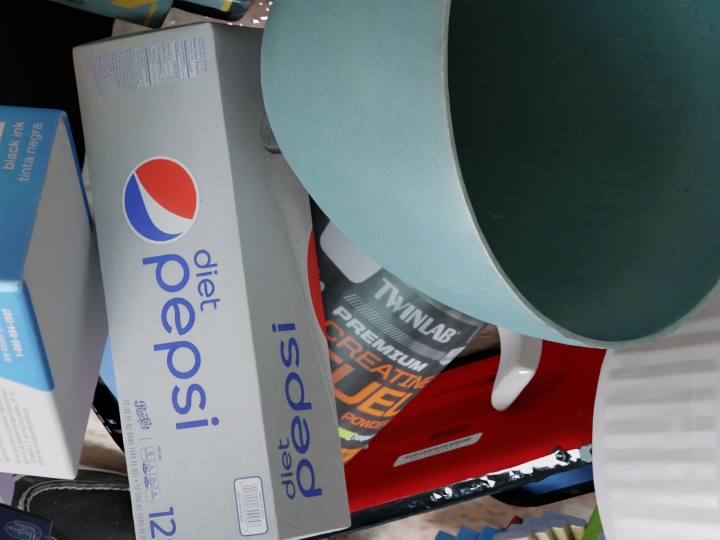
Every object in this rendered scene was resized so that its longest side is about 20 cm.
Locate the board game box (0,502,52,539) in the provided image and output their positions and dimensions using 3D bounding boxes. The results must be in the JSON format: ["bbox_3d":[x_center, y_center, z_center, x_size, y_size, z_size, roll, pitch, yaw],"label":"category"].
[{"bbox_3d":[-0.267,0.147,1.338,0.200,0.062,0.200,20,143,-15],"label":"board game box"}]

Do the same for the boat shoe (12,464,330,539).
[{"bbox_3d":[-0.097,0.142,1.549,0.199,0.074,0.068,22,150,-20],"label":"boat shoe"}]

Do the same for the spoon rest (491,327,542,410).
[{"bbox_3d":[-0.009,-0.012,1.319,0.200,0.061,0.099,29,144,-5],"label":"spoon rest"}]

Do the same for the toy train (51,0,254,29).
[{"bbox_3d":[-0.119,-0.144,1.115,0.200,0.085,0.114,13,161,-10],"label":"toy train"}]

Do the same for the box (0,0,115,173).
[{"bbox_3d":[-0.231,-0.064,1.226,0.196,0.118,0.200,22,145,-19],"label":"box"}]

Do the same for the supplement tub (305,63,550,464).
[{"bbox_3d":[0.000,0.000,1.226,0.107,0.107,0.200,33,111,-32],"label":"supplement tub"}]

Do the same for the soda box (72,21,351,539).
[{"bbox_3d":[-0.056,0.007,1.156,0.063,0.200,0.068,-9,176,25],"label":"soda box"}]

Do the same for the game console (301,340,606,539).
[{"bbox_3d":[0.090,0.094,1.394,0.200,0.172,0.119,-20,111,38],"label":"game console"}]

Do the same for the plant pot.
[{"bbox_3d":[0.043,-0.074,1.088,0.135,0.200,0.200,2,150,42],"label":"plant pot"}]

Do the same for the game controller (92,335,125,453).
[{"bbox_3d":[-0.094,0.048,1.435,0.104,0.042,0.200,-2,145,18],"label":"game controller"}]

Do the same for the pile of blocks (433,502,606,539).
[{"bbox_3d":[0.090,0.139,1.494,0.200,0.062,0.082,-8,130,37],"label":"pile of blocks"}]

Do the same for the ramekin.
[{"bbox_3d":[0.180,0.076,1.271,0.094,0.203,0.202,-3,147,39],"label":"ramekin"}]

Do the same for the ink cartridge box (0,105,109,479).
[{"bbox_3d":[-0.206,0.003,1.137,0.200,0.084,0.146,6,148,7],"label":"ink cartridge box"}]

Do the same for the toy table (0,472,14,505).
[{"bbox_3d":[-0.238,0.075,1.445,0.200,0.117,0.184,-17,138,34],"label":"toy table"}]
